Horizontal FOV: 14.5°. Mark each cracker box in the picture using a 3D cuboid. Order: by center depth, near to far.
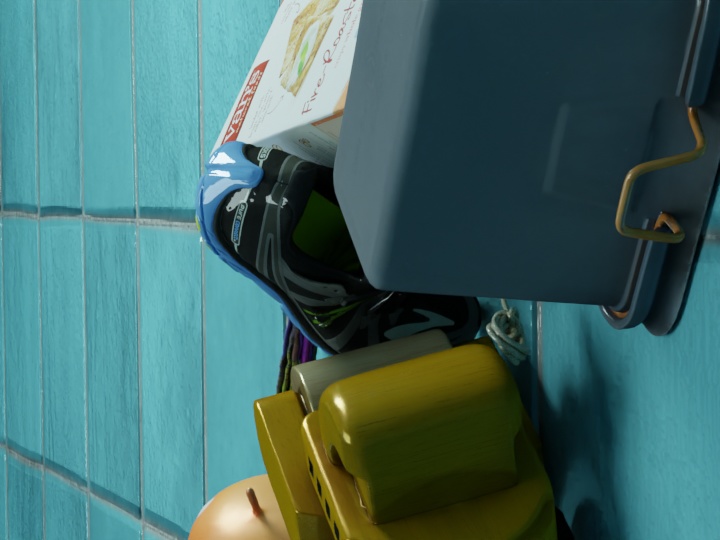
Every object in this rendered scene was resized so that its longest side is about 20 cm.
[{"bbox_3d":[0.008,-0.113,1.384,0.200,0.057,0.135,-16,48,65],"label":"cracker box"}]

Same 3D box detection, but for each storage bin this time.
[{"bbox_3d":[0.071,-0.069,1.175,0.146,0.133,0.201,-110,24,-49],"label":"storage bin"}]

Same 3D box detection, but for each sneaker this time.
[{"bbox_3d":[0.000,0.000,1.386,0.082,0.199,0.071,8,71,40],"label":"sneaker"}]

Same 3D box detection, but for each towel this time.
[{"bbox_3d":[-0.029,-0.021,1.664,0.144,0.023,0.201,-83,-1,-59],"label":"towel"}]

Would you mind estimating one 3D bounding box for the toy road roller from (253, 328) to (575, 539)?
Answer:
[{"bbox_3d":[0.025,0.081,1.316,0.200,0.122,0.147,-114,13,-48],"label":"toy road roller"}]

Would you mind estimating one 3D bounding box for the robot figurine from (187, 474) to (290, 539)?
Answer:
[{"bbox_3d":[-0.044,0.199,1.567,0.117,0.143,0.201,-101,16,-66],"label":"robot figurine"}]

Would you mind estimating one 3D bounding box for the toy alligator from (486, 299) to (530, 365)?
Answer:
[{"bbox_3d":[0.064,-0.033,1.357,0.054,0.059,0.200,-41,37,15],"label":"toy alligator"}]
